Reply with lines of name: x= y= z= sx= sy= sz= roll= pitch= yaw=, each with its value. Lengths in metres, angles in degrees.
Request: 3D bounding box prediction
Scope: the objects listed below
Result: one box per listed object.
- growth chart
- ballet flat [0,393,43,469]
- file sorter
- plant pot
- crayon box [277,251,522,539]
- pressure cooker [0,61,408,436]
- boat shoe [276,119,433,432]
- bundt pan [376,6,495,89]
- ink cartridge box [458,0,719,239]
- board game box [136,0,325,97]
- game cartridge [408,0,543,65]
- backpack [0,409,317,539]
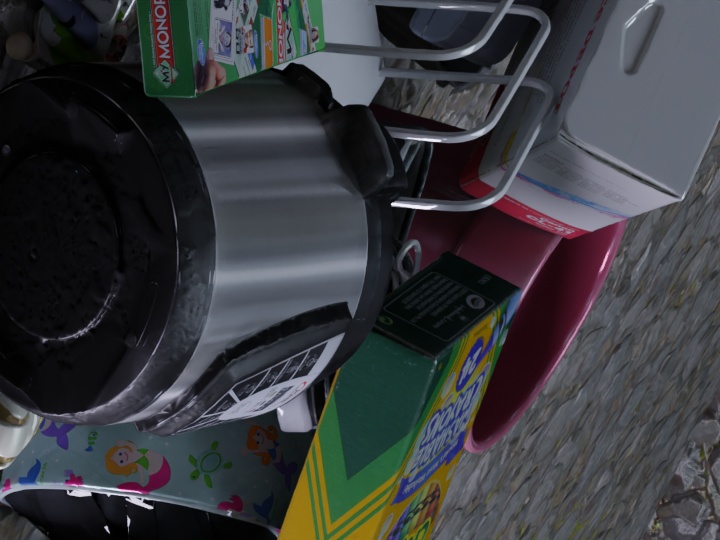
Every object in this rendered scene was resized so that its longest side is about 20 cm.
growth chart: x=-0.108 y=-0.175 z=1.353 sx=0.200 sy=0.018 sz=0.145 roll=-62 pitch=163 yaw=4
ballet flat: x=-0.199 y=0.071 z=1.344 sx=0.200 sy=0.071 sz=0.071 roll=0 pitch=120 yaw=-55
file sorter: x=0.022 y=-0.145 z=1.448 sx=0.139 sy=0.124 sz=0.200 roll=-59 pitch=148 yaw=-48
plant pot: x=0.047 y=-0.012 z=1.795 sx=0.200 sy=0.179 sz=0.200 roll=-51 pitch=161 yaw=-26
crayon box: x=0.012 y=0.102 z=1.482 sx=0.126 sy=0.052 sz=0.200 roll=-35 pitch=149 yaw=-61
pressure cooker: x=-0.081 y=-0.018 z=1.364 sx=0.200 sy=0.176 sz=0.179 roll=-5 pitch=111 yaw=-53
boat shoe: x=0.000 y=0.002 z=1.515 sx=0.074 sy=0.068 sz=0.200 roll=84 pitch=16 yaw=-49
bundt pan: x=0.071 y=-0.215 z=1.699 sx=0.202 sy=0.076 sz=0.202 roll=-51 pitch=162 yaw=-24
ink cartridge box: x=0.142 y=-0.107 z=1.598 sx=0.148 sy=0.086 sz=0.200 roll=-65 pitch=-168 yaw=-10
board game box: x=-0.063 y=-0.189 z=1.286 sx=0.135 sy=0.029 sz=0.200 roll=-28 pitch=117 yaw=-62
game cartridge: x=0.100 y=-0.212 z=1.599 sx=0.200 sy=0.041 sz=0.133 roll=-62 pitch=167 yaw=6
backpack: x=-0.105 y=0.105 z=1.565 sx=0.200 sy=0.177 sz=0.151 roll=45 pitch=52 yaw=-69
